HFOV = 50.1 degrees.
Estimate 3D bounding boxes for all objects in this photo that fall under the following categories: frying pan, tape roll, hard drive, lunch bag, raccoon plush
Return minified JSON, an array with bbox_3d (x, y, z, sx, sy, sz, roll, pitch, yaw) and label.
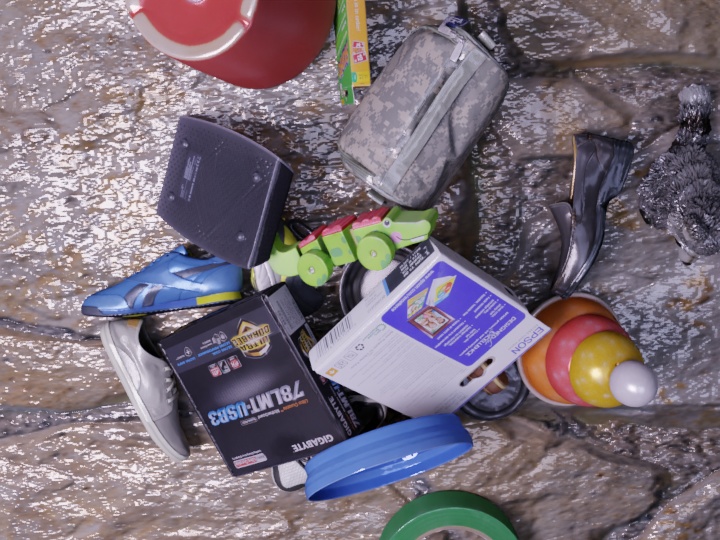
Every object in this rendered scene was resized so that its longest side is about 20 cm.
[{"bbox_3d":[0.129,0.143,0.989,0.188,0.031,0.116,-4,100,-3],"label":"frying pan"},{"bbox_3d":[-0.002,0.017,0.899,0.189,0.031,0.116,15,103,9],"label":"frying pan"},{"bbox_3d":[0.120,0.397,1.030,0.199,0.048,0.202,0,102,-1],"label":"tape roll"},{"bbox_3d":[-0.154,-0.091,0.865,0.042,0.199,0.136,5,106,-46],"label":"hard drive"},{"bbox_3d":[0.071,-0.167,0.848,0.139,0.168,0.201,34,99,-8],"label":"lunch bag"},{"bbox_3d":[0.382,-0.109,0.883,0.096,0.134,0.202,-8,102,2],"label":"raccoon plush"}]

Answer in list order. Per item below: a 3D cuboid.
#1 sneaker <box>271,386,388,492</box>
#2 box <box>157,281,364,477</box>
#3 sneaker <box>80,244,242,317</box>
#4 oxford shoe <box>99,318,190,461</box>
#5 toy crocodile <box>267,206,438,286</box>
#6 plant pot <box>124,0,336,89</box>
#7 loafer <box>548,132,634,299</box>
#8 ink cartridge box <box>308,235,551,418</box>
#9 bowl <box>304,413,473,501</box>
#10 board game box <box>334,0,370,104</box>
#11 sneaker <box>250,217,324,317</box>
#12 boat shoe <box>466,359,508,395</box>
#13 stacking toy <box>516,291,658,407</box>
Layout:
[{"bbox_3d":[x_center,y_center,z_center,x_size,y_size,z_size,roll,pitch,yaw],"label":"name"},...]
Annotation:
[{"bbox_3d":[-0.043,0.211,0.968,0.076,0.088,0.200,41,100,-11],"label":"sneaker"},{"bbox_3d":[-0.122,0.136,0.919,0.199,0.050,0.200,-22,98,35],"label":"box"},{"bbox_3d":[-0.242,0.014,0.939,0.198,0.066,0.079,-9,87,1],"label":"sneaker"},{"bbox_3d":[-0.254,0.147,0.959,0.057,0.075,0.201,-25,100,-6],"label":"oxford shoe"},{"bbox_3d":[-0.011,-0.032,0.816,0.199,0.068,0.062,-14,108,31],"label":"toy crocodile"},{"bbox_3d":[-0.138,-0.287,0.792,0.199,0.177,0.202,3,105,13],"label":"plant pot"},{"bbox_3d":[0.260,-0.067,0.928,0.072,0.073,0.202,18,92,4],"label":"loafer"},{"bbox_3d":[0.080,0.078,0.863,0.199,0.044,0.198,31,115,-33],"label":"ink cartridge box"},{"bbox_3d":[0.030,0.213,0.880,0.199,0.201,0.040,-20,68,3],"label":"bowl"},{"bbox_3d":[-0.013,-0.288,0.856,0.030,0.096,0.202,-4,102,-9],"label":"board game box"},{"bbox_3d":[-0.099,-0.032,0.932,0.084,0.074,0.202,-15,103,-16],"label":"sneaker"},{"bbox_3d":[0.095,0.082,0.947,0.200,0.072,0.068,43,107,5],"label":"boat shoe"},{"bbox_3d":[0.279,0.114,0.890,0.145,0.200,0.147,-2,101,-11],"label":"stacking toy"}]
